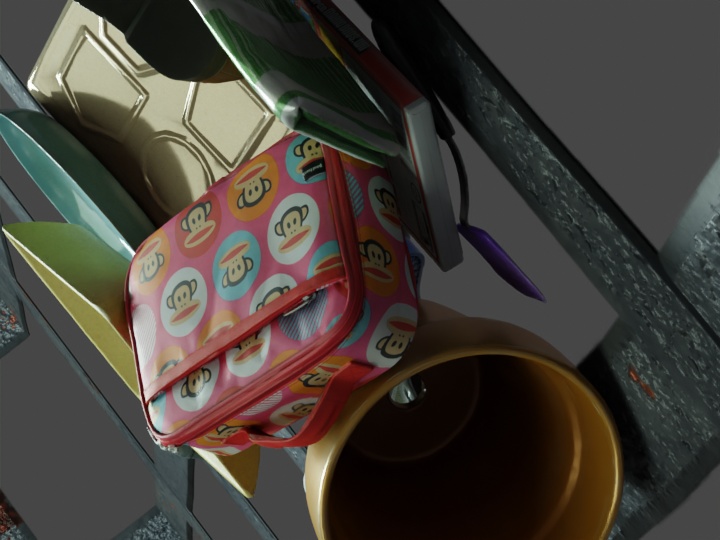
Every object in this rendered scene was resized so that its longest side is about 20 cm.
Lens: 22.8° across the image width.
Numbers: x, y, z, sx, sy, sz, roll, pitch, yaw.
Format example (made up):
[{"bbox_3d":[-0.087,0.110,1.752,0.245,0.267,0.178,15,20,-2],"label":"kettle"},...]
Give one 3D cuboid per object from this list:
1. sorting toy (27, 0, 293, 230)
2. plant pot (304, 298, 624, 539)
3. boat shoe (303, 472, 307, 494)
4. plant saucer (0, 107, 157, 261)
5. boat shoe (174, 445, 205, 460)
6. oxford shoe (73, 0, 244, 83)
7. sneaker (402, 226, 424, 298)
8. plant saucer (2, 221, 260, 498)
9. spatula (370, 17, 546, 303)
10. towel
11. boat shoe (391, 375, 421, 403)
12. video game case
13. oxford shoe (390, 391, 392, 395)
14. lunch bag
[{"bbox_3d":[-0.127,-0.116,1.182,0.185,0.036,0.200,46,139,7],"label":"sorting toy"},{"bbox_3d":[0.050,0.108,1.184,0.201,0.199,0.183,62,178,-24],"label":"plant pot"},{"bbox_3d":[0.051,0.175,1.386,0.069,0.198,0.073,-90,14,-62],"label":"boat shoe"},{"bbox_3d":[-0.189,-0.044,1.287,0.200,0.027,0.200,45,167,13],"label":"plant saucer"},{"bbox_3d":[-0.127,0.052,1.417,0.073,0.061,0.202,137,129,-68],"label":"boat shoe"},{"bbox_3d":[-0.132,-0.179,1.076,0.200,0.071,0.071,51,-159,23],"label":"oxford shoe"},{"bbox_3d":[0.000,0.000,1.299,0.078,0.070,0.200,58,161,17],"label":"sneaker"},{"bbox_3d":[-0.154,0.051,1.289,0.200,0.048,0.201,32,159,53],"label":"plant saucer"},{"bbox_3d":[0.055,-0.065,1.084,0.201,0.020,0.056,63,167,-15],"label":"spatula"},{"bbox_3d":[-0.061,-0.150,1.021,0.201,0.023,0.152,56,-163,19],"label":"towel"},{"bbox_3d":[0.082,0.133,1.314,0.202,0.074,0.065,46,143,49],"label":"boat shoe"},{"bbox_3d":[-0.003,-0.106,1.132,0.200,0.017,0.144,50,164,39],"label":"video game case"},{"bbox_3d":[0.028,0.143,1.447,0.201,0.073,0.071,56,163,-5],"label":"oxford shoe"},{"bbox_3d":[-0.056,0.028,1.109,0.082,0.199,0.178,19,-132,-44],"label":"lunch bag"}]
